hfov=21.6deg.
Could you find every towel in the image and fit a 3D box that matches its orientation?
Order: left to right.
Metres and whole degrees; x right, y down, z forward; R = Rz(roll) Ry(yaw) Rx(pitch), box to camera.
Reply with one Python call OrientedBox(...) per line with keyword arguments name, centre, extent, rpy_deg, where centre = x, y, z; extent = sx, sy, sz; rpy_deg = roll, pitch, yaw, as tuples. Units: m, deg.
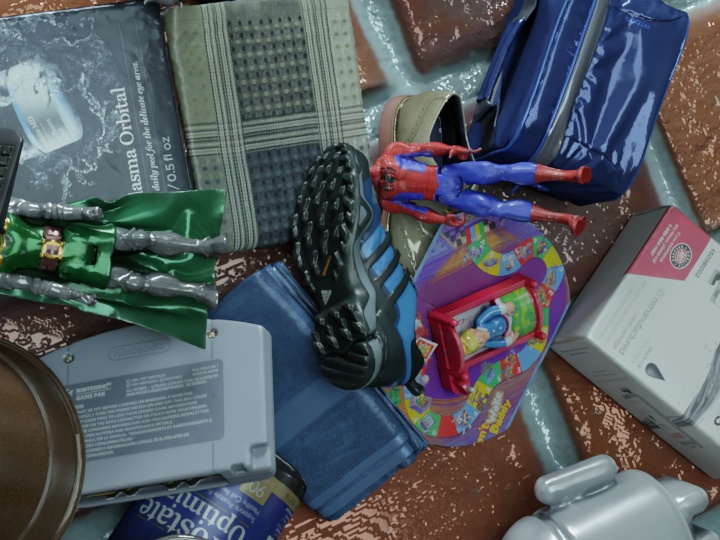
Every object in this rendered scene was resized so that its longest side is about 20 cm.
OrientedBox(name="towel", centre=(-0.071, -0.120, 1.497), extent=(0.192, 0.035, 0.200), rpy_deg=(-11, 95, -41))
OrientedBox(name="towel", centre=(-0.049, 0.097, 1.497), extent=(0.112, 0.049, 0.200), rpy_deg=(-37, 98, 16))

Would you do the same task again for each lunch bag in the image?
OrientedBox(name="lunch bag", centre=(0.166, -0.150, 1.559), extent=(0.132, 0.136, 0.200), rpy_deg=(23, 80, -14))

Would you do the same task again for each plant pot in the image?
OrientedBox(name="plant pot", centre=(-0.316, 0.126, 1.308), extent=(0.200, 0.198, 0.201), rpy_deg=(-2, 79, 9))

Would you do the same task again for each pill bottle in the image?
OrientedBox(name="pill bottle", centre=(-0.136, 0.219, 1.438), extent=(0.112, 0.112, 0.200), rpy_deg=(35, 75, -12))

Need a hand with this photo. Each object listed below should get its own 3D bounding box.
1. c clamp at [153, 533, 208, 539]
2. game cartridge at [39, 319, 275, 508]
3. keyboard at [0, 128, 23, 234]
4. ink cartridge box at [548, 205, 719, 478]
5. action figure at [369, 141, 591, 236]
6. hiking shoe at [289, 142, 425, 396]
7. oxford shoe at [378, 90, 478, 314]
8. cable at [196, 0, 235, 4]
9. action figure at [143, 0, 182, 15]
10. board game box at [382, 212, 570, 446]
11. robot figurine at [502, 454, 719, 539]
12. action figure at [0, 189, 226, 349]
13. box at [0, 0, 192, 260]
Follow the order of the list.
OrientedBox(name="c clamp", centre=(-0.150, 0.282, 1.362), extent=(0.200, 0.027, 0.171), rpy_deg=(-11, 94, -6))
OrientedBox(name="game cartridge", centre=(-0.161, 0.105, 1.419), extent=(0.200, 0.040, 0.134), rpy_deg=(-9, 65, 13))
OrientedBox(name="keyboard", centre=(-0.337, -0.048, 1.329), extent=(0.200, 0.021, 0.127), rpy_deg=(5, 76, 22))
OrientedBox(name="ink cartridge box", centre=(0.285, 0.063, 1.605), extent=(0.200, 0.083, 0.147), rpy_deg=(38, 74, -11))
OrientedBox(name="action figure", centre=(0.078, -0.067, 1.486), extent=(0.200, 0.052, 0.066), rpy_deg=(7, 102, 19))
OrientedBox(name="hiking shoe", centre=(0.000, 0.000, 1.474), extent=(0.087, 0.074, 0.200), rpy_deg=(12, 68, -47))
OrientedBox(name="oxford shoe", centre=(0.061, -0.049, 1.540), extent=(0.071, 0.074, 0.200), rpy_deg=(-8, 89, -40))
OrientedBox(name="cable", centre=(-0.114, -0.296, 1.525), extent=(0.163, 0.051, 0.200), rpy_deg=(-29, 95, -18))
OrientedBox(name="action figure", centre=(-0.128, -0.270, 1.433), extent=(0.130, 0.069, 0.200), rpy_deg=(8, 58, 4))
OrientedBox(name="board game box", centre=(0.103, 0.053, 1.533), extent=(0.158, 0.039, 0.200), rpy_deg=(29, 87, -34))
OrientedBox(name="robot figurine", centre=(0.195, 0.237, 1.544), extent=(0.200, 0.113, 0.170), rpy_deg=(-21, 100, -19))
OrientedBox(name="action figure", centre=(-0.199, -0.012, 1.352), extent=(0.200, 0.055, 0.118), rpy_deg=(7, 88, -13))
OrientedBox(name="box", centre=(-0.241, -0.089, 1.431), extent=(0.200, 0.117, 0.197), rpy_deg=(-10, 88, -18))
